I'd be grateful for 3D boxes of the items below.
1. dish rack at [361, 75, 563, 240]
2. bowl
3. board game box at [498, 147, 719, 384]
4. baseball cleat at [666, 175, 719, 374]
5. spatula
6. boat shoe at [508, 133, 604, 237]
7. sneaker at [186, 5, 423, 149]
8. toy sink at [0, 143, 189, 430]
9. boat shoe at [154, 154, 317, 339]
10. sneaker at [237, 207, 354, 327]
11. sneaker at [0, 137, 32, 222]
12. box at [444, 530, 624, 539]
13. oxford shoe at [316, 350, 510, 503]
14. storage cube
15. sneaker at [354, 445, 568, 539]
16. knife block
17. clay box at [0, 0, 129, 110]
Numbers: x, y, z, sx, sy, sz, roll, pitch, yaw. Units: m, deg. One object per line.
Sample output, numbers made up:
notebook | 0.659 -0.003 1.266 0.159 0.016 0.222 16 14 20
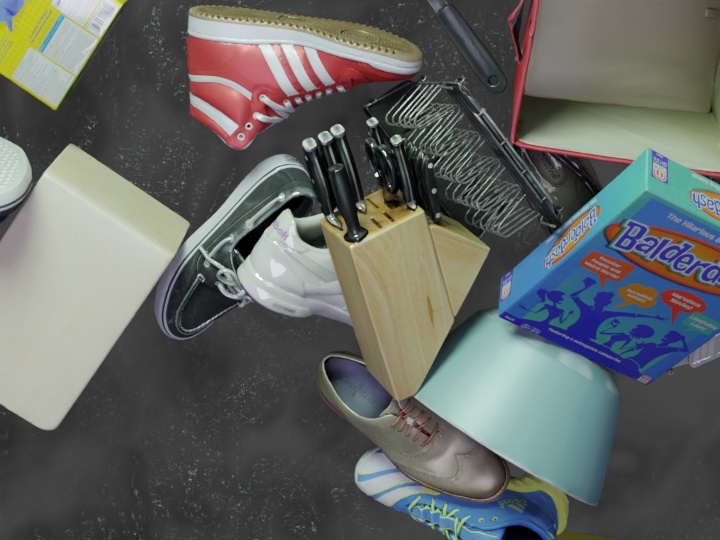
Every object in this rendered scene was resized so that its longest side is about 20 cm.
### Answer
dish rack | 0.084 -0.088 1.346 0.055 0.200 0.154 -41 103 -5
bowl | 0.141 0.102 1.430 0.200 0.201 0.105 30 92 -7
board game box | 0.224 0.003 1.310 0.151 0.045 0.200 24 140 -18
baseball cleat | 0.300 0.003 1.432 0.106 0.070 0.200 27 122 -12
spatula | 0.058 -0.227 1.381 0.056 0.021 0.200 -35 105 19
boat shoe | 0.186 -0.038 1.395 0.072 0.065 0.201 -36 87 32
sneaker | -0.050 -0.151 1.395 0.199 0.071 0.113 10 109 10
toy sink | -0.260 0.014 1.462 0.130 0.112 0.200 33 106 -8
boat shoe | -0.105 -0.006 1.452 0.199 0.068 0.073 -46 131 15
sneaker | 0.000 0.000 1.413 0.199 0.075 0.100 10 122 -33
sneaker | -0.318 -0.067 1.401 0.078 0.200 0.080 -14 116 -20
box | 0.174 0.281 1.557 0.199 0.050 0.076 10 113 2
oxford shoe | 0.041 0.139 1.470 0.199 0.074 0.071 31 83 10
storage cube | 0.213 -0.190 1.295 0.199 0.180 0.172 9 113 3
sneaker | 0.091 0.209 1.507 0.199 0.105 0.076 8 112 2
knife block | 0.005 -0.013 1.341 0.175 0.064 0.201 20 103 -31
clay box | -0.304 -0.239 1.399 0.200 0.048 0.115 35 111 -7
